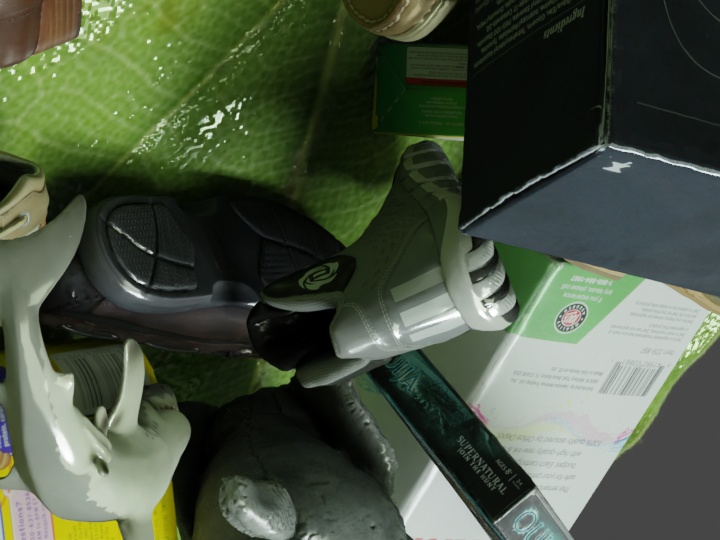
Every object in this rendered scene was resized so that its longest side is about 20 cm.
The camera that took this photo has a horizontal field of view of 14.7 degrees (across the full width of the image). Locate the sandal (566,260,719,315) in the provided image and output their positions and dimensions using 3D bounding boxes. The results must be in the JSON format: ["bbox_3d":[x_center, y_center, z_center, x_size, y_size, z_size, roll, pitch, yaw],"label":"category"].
[{"bbox_3d":[0.177,-0.029,1.411,0.211,0.078,0.070,10,143,-46],"label":"sandal"}]

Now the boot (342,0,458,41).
[{"bbox_3d":[-0.009,-0.184,1.146,0.155,0.073,0.201,-10,130,-40],"label":"boot"}]

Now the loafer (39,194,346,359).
[{"bbox_3d":[-0.074,0.006,1.287,0.063,0.072,0.200,-30,157,30],"label":"loafer"}]

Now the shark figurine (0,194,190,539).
[{"bbox_3d":[-0.136,0.064,1.140,0.089,0.129,0.215,-2,153,15],"label":"shark figurine"}]

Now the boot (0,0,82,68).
[{"bbox_3d":[-0.202,-0.113,1.036,0.199,0.064,0.187,-24,141,-20],"label":"boot"}]

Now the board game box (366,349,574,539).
[{"bbox_3d":[0.073,0.118,1.339,0.028,0.135,0.200,-39,139,-3],"label":"board game box"}]

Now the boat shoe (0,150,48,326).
[{"bbox_3d":[-0.209,-0.013,1.122,0.200,0.075,0.069,-10,129,-51],"label":"boat shoe"}]

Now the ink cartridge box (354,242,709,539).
[{"bbox_3d":[0.075,0.060,1.464,0.145,0.087,0.201,7,119,-47],"label":"ink cartridge box"}]

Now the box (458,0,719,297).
[{"bbox_3d":[0.158,-0.103,1.194,0.199,0.198,0.124,14,156,-25],"label":"box"}]

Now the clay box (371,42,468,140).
[{"bbox_3d":[0.115,-0.082,1.336,0.199,0.115,0.048,-2,96,-46],"label":"clay box"}]

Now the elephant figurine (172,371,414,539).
[{"bbox_3d":[-0.042,0.101,1.326,0.141,0.200,0.156,11,126,-24],"label":"elephant figurine"}]

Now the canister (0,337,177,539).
[{"bbox_3d":[-0.180,0.109,1.217,0.199,0.086,0.149,-7,92,-43],"label":"canister"}]

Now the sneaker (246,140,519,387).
[{"bbox_3d":[0.000,0.000,1.269,0.115,0.200,0.075,-24,100,0],"label":"sneaker"}]
